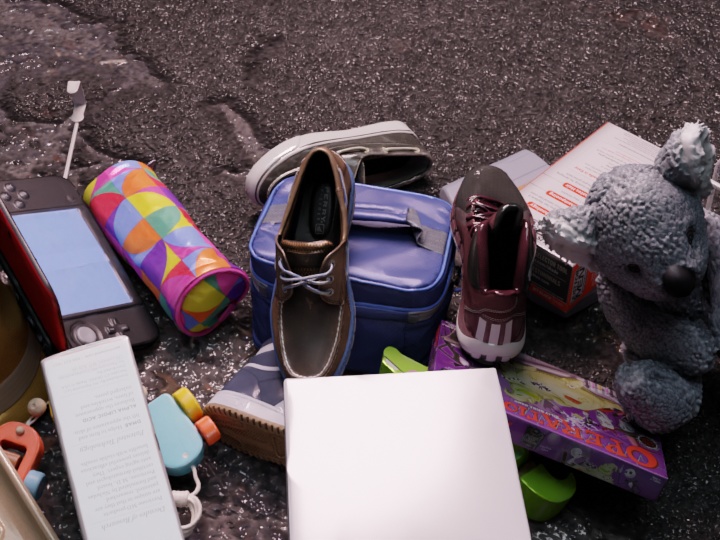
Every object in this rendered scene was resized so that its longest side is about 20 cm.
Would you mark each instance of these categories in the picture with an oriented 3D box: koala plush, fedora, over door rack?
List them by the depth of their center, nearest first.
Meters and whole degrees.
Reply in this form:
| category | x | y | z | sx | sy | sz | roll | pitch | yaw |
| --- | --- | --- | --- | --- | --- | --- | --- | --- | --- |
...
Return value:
| category | x | y | z | sx | sy | sz | roll | pitch | yaw |
| --- | --- | --- | --- | --- | --- | --- | --- | --- | --- |
| koala plush | 0.238 | -0.012 | 0.979 | 0.176 | 0.200 | 0.185 | -32 | 38 | 15 |
| fedora | -0.349 | 0.062 | 1.065 | 0.198 | 0.082 | 0.202 | 1 | 43 | -1 |
| over door rack | -0.355 | -0.093 | 1.229 | 0.146 | 0.067 | 0.202 | 1 | 64 | 0 |

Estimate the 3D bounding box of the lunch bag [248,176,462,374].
| category | x | y | z | sx | sy | sz | roll | pitch | yaw |
| --- | --- | --- | --- | --- | --- | --- | --- | --- | --- |
| lunch bag | 0.000 | 0.000 | 1.100 | 0.197 | 0.133 | 0.137 | 8 | 44 | 9 |

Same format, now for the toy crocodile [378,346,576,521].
| category | x | y | z | sx | sy | sz | roll | pitch | yaw |
| --- | --- | --- | --- | --- | --- | --- | --- | --- | --- |
| toy crocodile | 0.089 | 0.132 | 1.011 | 0.061 | 0.068 | 0.199 | -31 | 54 | -33 |

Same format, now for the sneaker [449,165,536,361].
| category | x | y | z | sx | sy | sz | roll | pitch | yaw |
| --- | --- | --- | --- | --- | --- | --- | --- | --- | --- |
| sneaker | 0.117 | -0.035 | 1.006 | 0.075 | 0.116 | 0.202 | 2 | 52 | -2 |

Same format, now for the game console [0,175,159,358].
| category | x | y | z | sx | sy | sz | roll | pitch | yaw |
| --- | --- | --- | --- | --- | --- | --- | --- | --- | --- |
| game console | -0.262 | -0.030 | 1.065 | 0.171 | 0.119 | 0.201 | -11 | 61 | -48 |

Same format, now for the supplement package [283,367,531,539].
| category | x | y | z | sx | sy | sz | roll | pitch | yaw |
| --- | --- | --- | --- | --- | --- | --- | --- | --- | --- |
| supplement package | 0.025 | 0.193 | 0.846 | 0.149 | 0.201 | 0.153 | -3 | 44 | -3 |

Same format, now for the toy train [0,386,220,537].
| category | x | y | z | sx | sy | sz | roll | pitch | yaw |
| --- | --- | --- | --- | --- | --- | --- | --- | --- | --- |
| toy train | -0.215 | 0.152 | 1.000 | 0.198 | 0.056 | 0.152 | 12 | 63 | 3 |

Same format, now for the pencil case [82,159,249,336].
| category | x | y | z | sx | sy | sz | roll | pitch | yaw |
| --- | --- | --- | --- | --- | --- | --- | --- | --- | --- |
| pencil case | -0.185 | -0.025 | 1.161 | 0.088 | 0.089 | 0.200 | -24 | 49 | -24 |

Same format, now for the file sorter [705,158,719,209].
| category | x | y | z | sx | sy | sz | roll | pitch | yaw |
| --- | --- | --- | --- | --- | --- | --- | --- | --- | --- |
| file sorter | 0.378 | -0.036 | 1.149 | 0.199 | 0.125 | 0.138 | -32 | 51 | -29 |

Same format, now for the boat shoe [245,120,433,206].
| category | x | y | z | sx | sy | sz | roll | pitch | yaw |
| --- | --- | --- | --- | --- | --- | --- | --- | --- | --- |
| boat shoe | -0.019 | -0.102 | 1.253 | 0.198 | 0.071 | 0.064 | -19 | 45 | -22 |

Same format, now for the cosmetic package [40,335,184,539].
| category | x | y | z | sx | sy | sz | roll | pitch | yaw |
| --- | --- | --- | --- | --- | --- | --- | --- | --- | --- |
| cosmetic package | -0.177 | 0.162 | 0.909 | 0.073 | 0.102 | 0.202 | -16 | 66 | -14 |

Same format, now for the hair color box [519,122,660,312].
| category | x | y | z | sx | sy | sz | roll | pitch | yaw |
| --- | --- | --- | --- | --- | --- | --- | --- | --- | --- |
| hair color box | 0.215 | -0.055 | 1.163 | 0.101 | 0.062 | 0.199 | 33 | 51 | 30 |

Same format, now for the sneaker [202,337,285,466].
| category | x | y | z | sx | sy | sz | roll | pitch | yaw |
| --- | --- | --- | --- | --- | --- | --- | --- | --- | --- |
| sneaker | -0.023 | 0.118 | 1.021 | 0.198 | 0.071 | 0.109 | 19 | 48 | 22 |

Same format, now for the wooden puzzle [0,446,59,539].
| category | x | y | z | sx | sy | sz | roll | pitch | yaw |
| --- | --- | --- | --- | --- | --- | --- | --- | --- | --- |
| wooden puzzle | -0.332 | 0.221 | 0.906 | 0.199 | 0.037 | 0.185 | -33 | 65 | -19 |

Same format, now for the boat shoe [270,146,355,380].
| category | x | y | z | sx | sy | sz | roll | pitch | yaw |
| --- | --- | --- | --- | --- | --- | --- | --- | --- | --- |
| boat shoe | -0.043 | -0.003 | 0.994 | 0.071 | 0.072 | 0.203 | -1 | 75 | 7 |

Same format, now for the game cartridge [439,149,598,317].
| category | x | y | z | sx | sy | sz | roll | pitch | yaw |
| --- | --- | --- | --- | --- | --- | --- | --- | --- | --- |
| game cartridge | 0.175 | -0.040 | 1.216 | 0.132 | 0.042 | 0.200 | -22 | 48 | -28 |

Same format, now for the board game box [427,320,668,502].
| category | x | y | z | sx | sy | sz | roll | pitch | yaw |
| --- | --- | --- | --- | --- | --- | --- | --- | --- | --- |
| board game box | 0.148 | 0.110 | 0.994 | 0.198 | 0.033 | 0.120 | 22 | 27 | -2 |
